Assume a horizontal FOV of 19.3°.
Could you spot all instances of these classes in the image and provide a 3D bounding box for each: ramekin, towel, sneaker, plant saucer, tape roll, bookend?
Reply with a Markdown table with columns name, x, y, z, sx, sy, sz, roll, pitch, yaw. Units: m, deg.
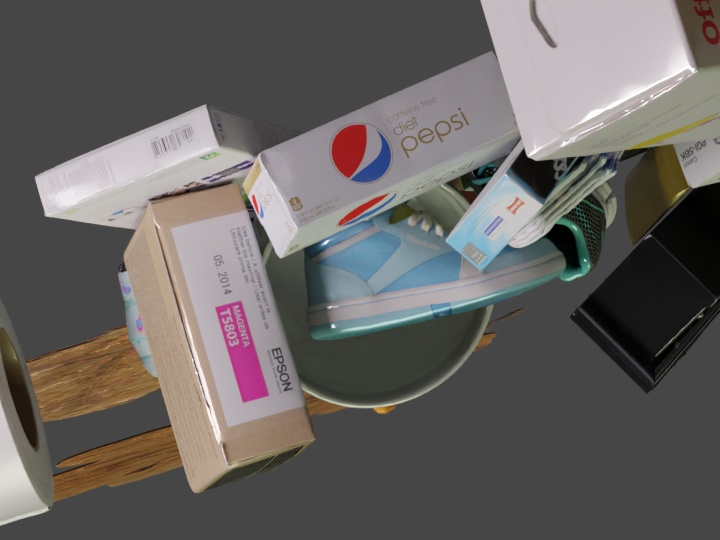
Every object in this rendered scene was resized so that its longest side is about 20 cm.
| name | x | y | z | sx | sy | sz | roll | pitch | yaw |
| --- | --- | --- | --- | --- | --- | --- | --- | --- | --- |
| ramekin | 0.000 | 0.000 | 1.688 | 0.199 | 0.201 | 0.105 | -15 | -160 | -11 |
| towel | 0.185 | -0.108 | 1.540 | 0.200 | 0.024 | 0.147 | -53 | -175 | -34 |
| sneaker | 0.122 | -0.065 | 1.619 | 0.200 | 0.092 | 0.077 | 34 | 132 | -25 |
| plant saucer | 0.297 | -0.122 | 1.769 | 0.200 | 0.048 | 0.200 | -44 | 175 | -10 |
| sneaker | 0.047 | -0.030 | 1.572 | 0.199 | 0.131 | 0.080 | -12 | 174 | -6 |
| tape roll | -0.345 | 0.117 | 1.734 | 0.138 | 0.204 | 0.203 | -17 | 171 | -2 |
| bookend | 0.296 | -0.027 | 1.729 | 0.200 | 0.092 | 0.199 | -50 | 173 | 33 |

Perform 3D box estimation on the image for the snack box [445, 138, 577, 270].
| name | x | y | z | sx | sy | sz | roll | pitch | yaw |
| --- | --- | --- | --- | --- | --- | --- | --- | --- | --- |
| snack box | 0.142 | -0.100 | 1.473 | 0.200 | 0.037 | 0.116 | -53 | -179 | -29 |

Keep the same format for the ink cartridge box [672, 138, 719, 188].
| name | x | y | z | sx | sy | sz | roll | pitch | yaw |
| --- | --- | --- | --- | --- | --- | --- | --- | --- | --- |
| ink cartridge box | 0.338 | -0.138 | 1.539 | 0.199 | 0.083 | 0.147 | -12 | 167 | -29 |

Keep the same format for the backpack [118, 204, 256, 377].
| name | x | y | z | sx | sy | sz | roll | pitch | yaw |
| --- | --- | --- | --- | --- | --- | --- | --- | --- | --- |
| backpack | -0.105 | 0.016 | 1.805 | 0.199 | 0.127 | 0.167 | -13 | 174 | -4 |

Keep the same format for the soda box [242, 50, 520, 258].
| name | x | y | z | sx | sy | sz | roll | pitch | yaw |
| --- | --- | --- | --- | --- | --- | --- | --- | --- | --- |
| soda box | 0.019 | -0.084 | 1.515 | 0.199 | 0.064 | 0.068 | -26 | 170 | -19 |

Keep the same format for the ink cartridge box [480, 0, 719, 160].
| name | x | y | z | sx | sy | sz | roll | pitch | yaw |
| --- | --- | --- | --- | --- | --- | --- | --- | --- | --- |
| ink cartridge box | 0.189 | -0.162 | 1.215 | 0.199 | 0.148 | 0.144 | -10 | 169 | -38 |

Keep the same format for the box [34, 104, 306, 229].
| name | x | y | z | sx | sy | sz | roll | pitch | yaw |
| --- | --- | --- | --- | --- | --- | --- | --- | --- | --- |
| box | -0.126 | -0.070 | 1.543 | 0.144 | 0.037 | 0.200 | -20 | 169 | 19 |

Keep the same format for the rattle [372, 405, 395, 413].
| name | x | y | z | sx | sy | sz | roll | pitch | yaw |
| --- | --- | --- | --- | --- | --- | --- | --- | --- | --- |
| rattle | -0.052 | 0.065 | 1.984 | 0.199 | 0.144 | 0.130 | -5 | 179 | 21 |

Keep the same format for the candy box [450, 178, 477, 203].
| name | x | y | z | sx | sy | sz | roll | pitch | yaw |
| --- | --- | --- | --- | --- | --- | --- | --- | --- | --- |
| candy box | 0.064 | -0.055 | 1.903 | 0.115 | 0.056 | 0.200 | -14 | 170 | -13 |

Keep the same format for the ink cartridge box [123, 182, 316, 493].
| name | x | y | z | sx | sy | sz | roll | pitch | yaw |
| --- | --- | --- | --- | --- | --- | --- | --- | --- | --- |
| ink cartridge box | -0.108 | 0.053 | 1.571 | 0.075 | 0.201 | 0.165 | -14 | 172 | -17 |

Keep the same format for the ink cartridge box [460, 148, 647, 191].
| name | x | y | z | sx | sy | sz | roll | pitch | yaw |
| --- | --- | --- | --- | --- | --- | --- | --- | --- | --- |
| ink cartridge box | 0.140 | -0.108 | 1.713 | 0.103 | 0.060 | 0.200 | -22 | 169 | 31 |
